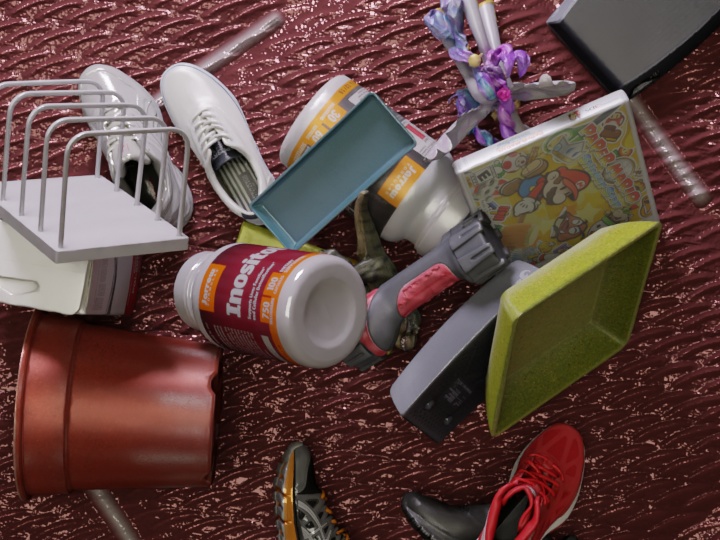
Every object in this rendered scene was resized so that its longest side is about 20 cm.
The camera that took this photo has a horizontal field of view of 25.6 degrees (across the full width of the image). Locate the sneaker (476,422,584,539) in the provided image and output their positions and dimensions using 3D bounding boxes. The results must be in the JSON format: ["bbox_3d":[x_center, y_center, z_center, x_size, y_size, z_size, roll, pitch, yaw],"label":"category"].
[{"bbox_3d":[0.180,0.222,1.590,0.078,0.116,0.200,26,61,8],"label":"sneaker"}]

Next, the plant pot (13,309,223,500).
[{"bbox_3d":[-0.244,0.144,1.645,0.195,0.201,0.201,4,89,-3],"label":"plant pot"}]

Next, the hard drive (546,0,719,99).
[{"bbox_3d":[0.309,-0.286,1.663,0.200,0.042,0.135,-41,85,4],"label":"hard drive"}]

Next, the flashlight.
[{"bbox_3d":[0.060,0.026,1.594,0.200,0.068,0.068,-33,114,24],"label":"flashlight"}]

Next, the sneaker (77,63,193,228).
[{"bbox_3d":[-0.243,-0.135,1.686,0.078,0.099,0.200,-30,86,4],"label":"sneaker"}]

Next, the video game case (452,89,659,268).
[{"bbox_3d":[0.203,-0.075,1.605,0.182,0.200,0.023,-23,47,3],"label":"video game case"}]

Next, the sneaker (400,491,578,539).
[{"bbox_3d":[0.137,0.274,1.663,0.200,0.076,0.091,28,82,-1],"label":"sneaker"}]

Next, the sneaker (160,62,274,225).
[{"bbox_3d":[-0.148,-0.140,1.691,0.073,0.071,0.200,-36,86,4],"label":"sneaker"}]

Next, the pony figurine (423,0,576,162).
[{"bbox_3d":[0.134,-0.186,1.611,0.166,0.193,0.200,-25,82,14],"label":"pony figurine"}]

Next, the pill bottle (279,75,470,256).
[{"bbox_3d":[0.025,-0.103,1.651,0.200,0.116,0.116,36,92,6],"label":"pill bottle"}]

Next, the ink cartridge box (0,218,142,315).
[{"bbox_3d":[-0.321,-0.004,1.641,0.146,0.200,0.083,10,89,5],"label":"ink cartridge box"}]

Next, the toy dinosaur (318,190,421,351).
[{"bbox_3d":[0.000,0.000,1.646,0.088,0.048,0.200,-10,126,18],"label":"toy dinosaur"}]

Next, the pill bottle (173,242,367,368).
[{"bbox_3d":[-0.097,0.032,1.604,0.200,0.113,0.113,7,89,46],"label":"pill bottle"}]

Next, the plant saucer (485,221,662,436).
[{"bbox_3d":[0.198,0.047,1.574,0.200,0.200,0.048,-31,58,-26],"label":"plant saucer"}]

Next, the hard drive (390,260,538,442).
[{"bbox_3d":[0.120,0.081,1.627,0.200,0.135,0.042,-46,62,1],"label":"hard drive"}]

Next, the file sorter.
[{"bbox_3d":[-0.270,-0.104,1.543,0.139,0.200,0.125,-6,114,-34],"label":"file sorter"}]

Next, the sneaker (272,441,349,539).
[{"bbox_3d":[-0.049,0.279,1.678,0.077,0.078,0.200,-7,92,-8],"label":"sneaker"}]

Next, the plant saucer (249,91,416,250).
[{"bbox_3d":[-0.028,-0.098,1.598,0.070,0.019,0.200,48,124,-2],"label":"plant saucer"}]

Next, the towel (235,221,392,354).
[{"bbox_3d":[-0.047,0.019,1.707,0.200,0.018,0.086,20,87,6],"label":"towel"}]
